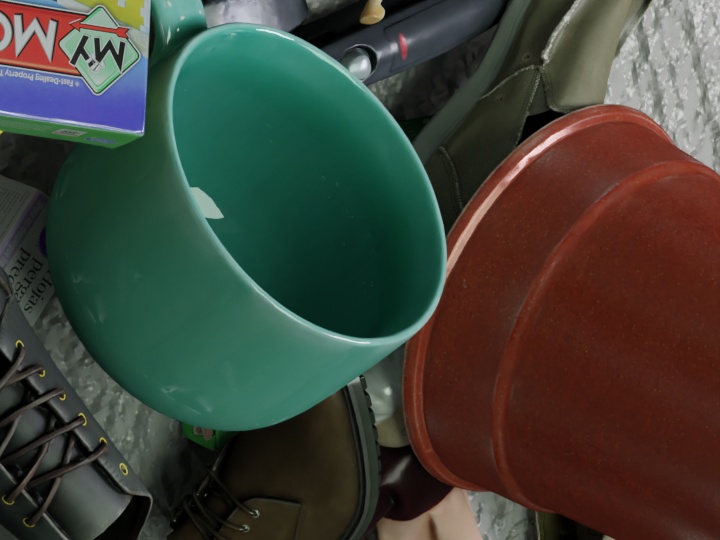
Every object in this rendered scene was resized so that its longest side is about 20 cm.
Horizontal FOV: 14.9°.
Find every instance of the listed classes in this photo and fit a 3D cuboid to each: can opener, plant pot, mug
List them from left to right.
[{"bbox_3d":[-0.058,-0.023,1.163,0.152,0.114,0.185,20,48,-36],"label":"mug"},{"bbox_3d":[0.000,-0.108,1.274,0.200,0.063,0.079,-19,122,-37],"label":"can opener"},{"bbox_3d":[0.157,0.052,1.251,0.201,0.195,0.201,-28,132,-36],"label":"plant pot"}]

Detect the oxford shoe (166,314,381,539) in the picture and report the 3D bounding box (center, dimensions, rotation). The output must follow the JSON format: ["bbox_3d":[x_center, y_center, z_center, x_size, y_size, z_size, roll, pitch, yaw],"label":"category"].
[{"bbox_3d":[-0.043,0.107,1.265,0.084,0.073,0.200,-14,132,-32],"label":"oxford shoe"}]

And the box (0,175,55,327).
[{"bbox_3d":[-0.188,0.053,1.173,0.039,0.041,0.200,42,74,-42],"label":"box"}]

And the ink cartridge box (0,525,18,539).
[{"bbox_3d":[-0.141,0.193,1.225,0.146,0.084,0.200,-50,129,-19],"label":"ink cartridge box"}]

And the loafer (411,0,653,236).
[{"bbox_3d":[0.093,-0.081,1.313,0.200,0.070,0.075,-55,148,-12],"label":"loafer"}]

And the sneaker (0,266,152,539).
[{"bbox_3d":[-0.136,0.050,1.062,0.075,0.106,0.200,-44,158,-11],"label":"sneaker"}]

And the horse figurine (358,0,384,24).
[{"bbox_3d":[-0.036,-0.185,1.217,0.200,0.050,0.133,7,75,-32],"label":"horse figurine"}]

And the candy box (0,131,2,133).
[{"bbox_3d":[-0.179,-0.075,1.021,0.200,0.026,0.102,-46,131,-27],"label":"candy box"}]

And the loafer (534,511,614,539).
[{"bbox_3d":[0.120,0.088,1.429,0.067,0.076,0.200,-34,122,-37],"label":"loafer"}]

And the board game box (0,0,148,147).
[{"bbox_3d":[-0.169,-0.124,0.975,0.200,0.029,0.135,7,79,-30],"label":"board game box"}]

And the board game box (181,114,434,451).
[{"bbox_3d":[0.000,0.000,1.330,0.200,0.029,0.135,-13,112,-39],"label":"board game box"}]

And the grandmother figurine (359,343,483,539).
[{"bbox_3d":[0.029,0.104,1.341,0.121,0.060,0.200,-50,144,-28],"label":"grandmother figurine"}]
